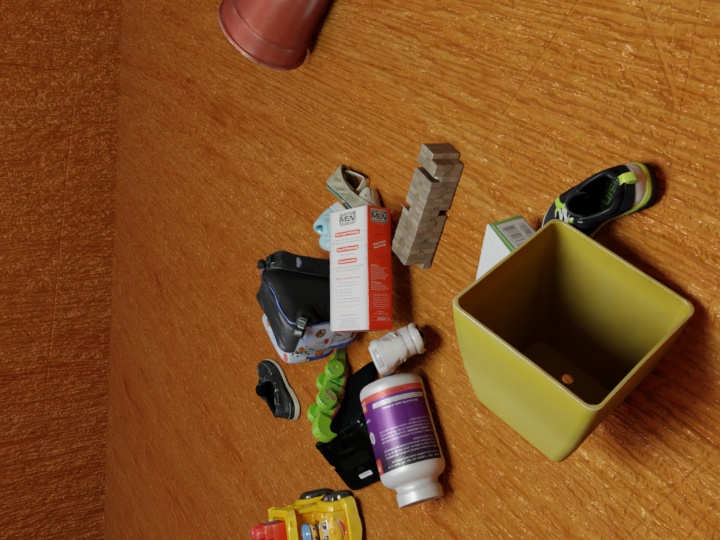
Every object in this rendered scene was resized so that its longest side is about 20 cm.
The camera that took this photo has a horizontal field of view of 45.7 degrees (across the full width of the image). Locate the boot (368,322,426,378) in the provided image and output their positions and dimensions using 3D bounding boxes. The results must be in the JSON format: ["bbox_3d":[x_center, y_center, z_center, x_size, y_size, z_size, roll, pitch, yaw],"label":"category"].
[{"bbox_3d":[0.069,0.134,1.440,0.200,0.094,0.075,57,-172,-86],"label":"boot"}]

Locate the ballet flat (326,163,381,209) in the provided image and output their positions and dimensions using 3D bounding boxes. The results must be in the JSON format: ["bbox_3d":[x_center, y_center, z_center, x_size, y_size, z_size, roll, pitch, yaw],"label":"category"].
[{"bbox_3d":[-0.003,-0.135,1.546,0.063,0.067,0.200,-53,44,10],"label":"ballet flat"}]

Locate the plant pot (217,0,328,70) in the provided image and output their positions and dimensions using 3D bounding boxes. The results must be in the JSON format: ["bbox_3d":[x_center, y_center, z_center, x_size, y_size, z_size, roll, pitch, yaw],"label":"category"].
[{"bbox_3d":[-0.145,-0.528,1.638,0.195,0.198,0.204,-45,55,42],"label":"plant pot"}]

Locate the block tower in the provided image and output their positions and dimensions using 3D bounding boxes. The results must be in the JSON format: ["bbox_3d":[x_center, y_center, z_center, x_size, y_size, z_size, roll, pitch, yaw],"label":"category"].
[{"bbox_3d":[0.104,-0.100,1.364,0.054,0.057,0.203,51,137,46],"label":"block tower"}]

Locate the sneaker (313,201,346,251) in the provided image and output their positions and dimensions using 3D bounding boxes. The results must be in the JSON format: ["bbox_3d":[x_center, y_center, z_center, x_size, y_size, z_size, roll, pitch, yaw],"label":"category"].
[{"bbox_3d":[-0.029,-0.053,1.559,0.074,0.082,0.200,54,176,-31],"label":"sneaker"}]

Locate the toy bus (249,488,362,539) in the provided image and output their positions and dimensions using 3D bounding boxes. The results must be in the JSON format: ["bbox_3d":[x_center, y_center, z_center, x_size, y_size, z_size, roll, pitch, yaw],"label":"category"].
[{"bbox_3d":[-0.113,0.515,1.687,0.199,0.189,0.139,-21,74,57],"label":"toy bus"}]

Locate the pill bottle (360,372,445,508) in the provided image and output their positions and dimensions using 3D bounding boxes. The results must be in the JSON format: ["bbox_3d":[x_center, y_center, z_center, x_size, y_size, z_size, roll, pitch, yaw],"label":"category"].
[{"bbox_3d":[0.073,0.280,1.407,0.112,0.111,0.204,-43,56,53],"label":"pill bottle"}]

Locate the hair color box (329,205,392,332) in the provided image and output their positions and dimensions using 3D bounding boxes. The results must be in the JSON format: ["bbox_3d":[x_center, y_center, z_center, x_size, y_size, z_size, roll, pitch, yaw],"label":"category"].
[{"bbox_3d":[0.000,0.000,1.430,0.100,0.060,0.205,-6,83,47],"label":"hair color box"}]

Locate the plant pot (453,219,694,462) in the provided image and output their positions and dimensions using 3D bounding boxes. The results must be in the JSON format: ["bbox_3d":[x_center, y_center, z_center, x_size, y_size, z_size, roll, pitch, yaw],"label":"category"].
[{"bbox_3d":[0.233,0.099,1.003,0.199,0.199,0.178,38,146,29],"label":"plant pot"}]

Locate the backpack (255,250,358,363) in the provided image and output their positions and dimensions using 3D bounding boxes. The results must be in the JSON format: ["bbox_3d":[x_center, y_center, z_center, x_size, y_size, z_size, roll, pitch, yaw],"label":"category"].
[{"bbox_3d":[-0.086,0.075,1.590,0.202,0.187,0.156,60,146,37],"label":"backpack"}]

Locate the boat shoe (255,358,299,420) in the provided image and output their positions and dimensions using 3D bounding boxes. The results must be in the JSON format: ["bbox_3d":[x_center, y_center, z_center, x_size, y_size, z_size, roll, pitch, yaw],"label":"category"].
[{"bbox_3d":[-0.205,0.271,1.942,0.200,0.065,0.076,53,137,44],"label":"boat shoe"}]

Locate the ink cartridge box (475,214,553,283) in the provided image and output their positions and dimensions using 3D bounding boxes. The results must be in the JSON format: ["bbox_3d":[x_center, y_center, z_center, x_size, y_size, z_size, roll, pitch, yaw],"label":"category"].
[{"bbox_3d":[0.207,0.037,1.178,0.203,0.058,0.104,96,152,-42],"label":"ink cartridge box"}]

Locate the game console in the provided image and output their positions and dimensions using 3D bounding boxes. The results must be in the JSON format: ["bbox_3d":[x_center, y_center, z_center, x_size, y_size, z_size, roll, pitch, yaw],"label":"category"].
[{"bbox_3d":[0.004,0.300,1.625,0.177,0.116,0.200,50,144,2],"label":"game console"}]

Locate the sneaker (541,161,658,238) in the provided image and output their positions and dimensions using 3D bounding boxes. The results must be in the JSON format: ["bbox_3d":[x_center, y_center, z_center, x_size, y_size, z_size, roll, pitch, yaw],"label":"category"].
[{"bbox_3d":[0.271,-0.083,1.042,0.200,0.081,0.073,-38,61,57],"label":"sneaker"}]

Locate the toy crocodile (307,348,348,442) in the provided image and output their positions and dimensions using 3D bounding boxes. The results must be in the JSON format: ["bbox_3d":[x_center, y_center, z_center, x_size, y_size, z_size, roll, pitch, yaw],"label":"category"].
[{"bbox_3d":[-0.055,0.233,1.626,0.202,0.061,0.068,-75,12,-47],"label":"toy crocodile"}]
